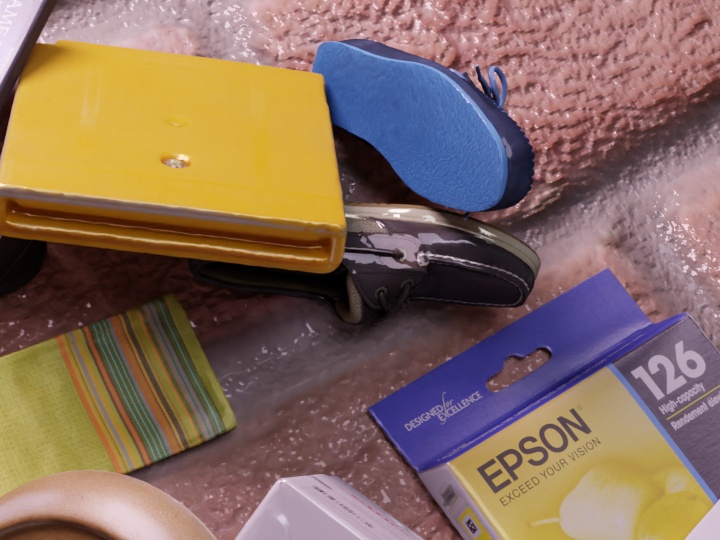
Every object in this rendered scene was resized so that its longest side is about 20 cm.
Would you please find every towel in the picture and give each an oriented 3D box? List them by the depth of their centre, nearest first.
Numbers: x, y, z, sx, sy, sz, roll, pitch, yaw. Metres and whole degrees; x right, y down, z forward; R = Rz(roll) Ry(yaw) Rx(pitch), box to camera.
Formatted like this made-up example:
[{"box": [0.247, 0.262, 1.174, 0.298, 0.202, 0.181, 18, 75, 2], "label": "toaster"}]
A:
[{"box": [-0.165, 0.078, 0.929, 0.199, 0.018, 0.086, -21, 68, -29], "label": "towel"}]

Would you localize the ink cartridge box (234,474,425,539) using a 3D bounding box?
[{"box": [0.003, 0.157, 0.867, 0.116, 0.200, 0.067, 35, 88, 8], "label": "ink cartridge box"}]

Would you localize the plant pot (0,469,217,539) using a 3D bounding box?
[{"box": [-0.132, 0.186, 0.785, 0.027, 0.199, 0.201, 23, 40, -60], "label": "plant pot"}]

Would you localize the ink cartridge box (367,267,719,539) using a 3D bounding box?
[{"box": [0.139, 0.106, 1.006, 0.197, 0.047, 0.200, -28, 75, -31], "label": "ink cartridge box"}]

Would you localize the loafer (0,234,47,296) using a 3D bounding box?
[{"box": [-0.249, -0.005, 0.916, 0.199, 0.071, 0.073, -27, 72, -31], "label": "loafer"}]

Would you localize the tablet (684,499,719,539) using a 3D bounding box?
[{"box": [0.277, 0.183, 0.977, 0.200, 0.014, 0.130, 44, 54, 10], "label": "tablet"}]

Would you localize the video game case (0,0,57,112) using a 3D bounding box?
[{"box": [-0.281, -0.129, 0.984, 0.199, 0.019, 0.144, 15, 55, 6], "label": "video game case"}]

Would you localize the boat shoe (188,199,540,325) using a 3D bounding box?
[{"box": [0.000, -0.001, 1.008, 0.199, 0.072, 0.066, 13, 62, -6], "label": "boat shoe"}]

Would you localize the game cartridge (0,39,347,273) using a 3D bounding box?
[{"box": [-0.100, -0.066, 0.972, 0.175, 0.033, 0.200, 7, 27, -8], "label": "game cartridge"}]

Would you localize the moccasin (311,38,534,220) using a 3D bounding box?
[{"box": [0.045, -0.093, 1.028, 0.068, 0.081, 0.200, 0, 27, -33], "label": "moccasin"}]
